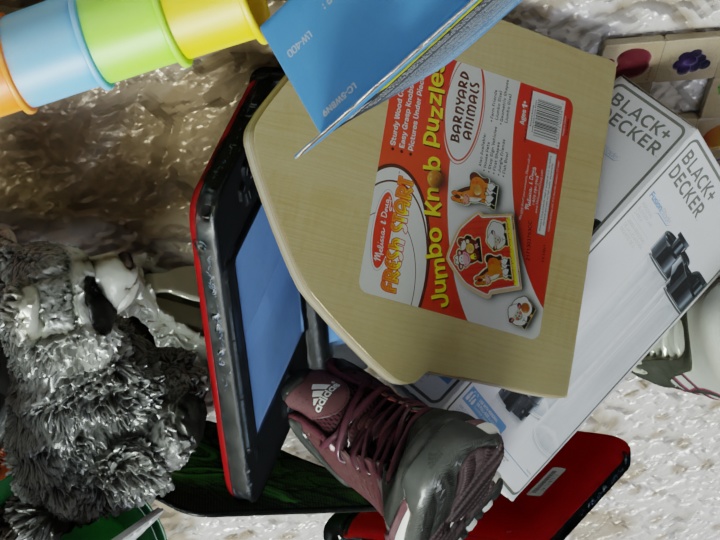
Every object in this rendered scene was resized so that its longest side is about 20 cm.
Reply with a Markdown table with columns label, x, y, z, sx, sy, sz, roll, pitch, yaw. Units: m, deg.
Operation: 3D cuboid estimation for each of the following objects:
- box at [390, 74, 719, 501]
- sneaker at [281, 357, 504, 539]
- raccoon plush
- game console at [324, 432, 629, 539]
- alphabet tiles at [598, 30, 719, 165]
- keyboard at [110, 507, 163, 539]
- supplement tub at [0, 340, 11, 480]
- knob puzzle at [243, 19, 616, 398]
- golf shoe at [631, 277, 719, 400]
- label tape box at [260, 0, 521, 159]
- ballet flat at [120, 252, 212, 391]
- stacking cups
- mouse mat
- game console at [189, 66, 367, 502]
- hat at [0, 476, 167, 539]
| label | x | y | z | sx | sy | sz | roll | pitch | yaw |
| --- | --- | --- | --- | --- | --- | --- | --- | --- | --- |
| box | 0.107 | 0.010 | 1.565 | 0.200 | 0.060 | 0.117 | -47 | 143 | -7 |
| sneaker | 0.006 | 0.085 | 1.458 | 0.076 | 0.115 | 0.200 | -50 | 170 | -9 |
| raccoon plush | -0.165 | 0.076 | 1.458 | 0.134 | 0.097 | 0.200 | 34 | 89 | -38 |
| game console | 0.047 | 0.168 | 1.701 | 0.172 | 0.200 | 0.119 | 6 | 107 | 21 |
| alphabet tiles | 0.191 | -0.064 | 1.628 | 0.167 | 0.008 | 0.200 | -5 | 145 | -14 |
| keyboard | -0.155 | 0.159 | 1.420 | 0.056 | 0.011 | 0.200 | -38 | 177 | 27 |
| supplement tub | -0.250 | 0.033 | 1.503 | 0.122 | 0.123 | 0.200 | -29 | 143 | 20 |
| knob puzzle | 0.026 | -0.042 | 1.461 | 0.219 | 0.220 | 0.030 | 10 | 170 | -31 |
| golf shoe | 0.187 | 0.043 | 1.665 | 0.088 | 0.077 | 0.200 | -3 | 174 | 3 |
| label tape box | 0.034 | -0.135 | 1.315 | 0.144 | 0.063 | 0.200 | -41 | 178 | 23 |
| ballet flat | -0.063 | 0.035 | 1.621 | 0.200 | 0.072 | 0.072 | 15 | 136 | -38 |
| stacking cups | -0.144 | -0.108 | 1.412 | 0.200 | 0.061 | 0.061 | -16 | 146 | 11 |
| mouse mat | -0.090 | 0.104 | 1.618 | 0.161 | 0.200 | 0.008 | 2 | 100 | -42 |
| game console | 0.000 | 0.000 | 1.516 | 0.118 | 0.172 | 0.200 | 6 | 129 | 15 |
| hat | -0.124 | 0.193 | 1.537 | 0.165 | 0.176 | 0.200 | 20 | 92 | -36 |
